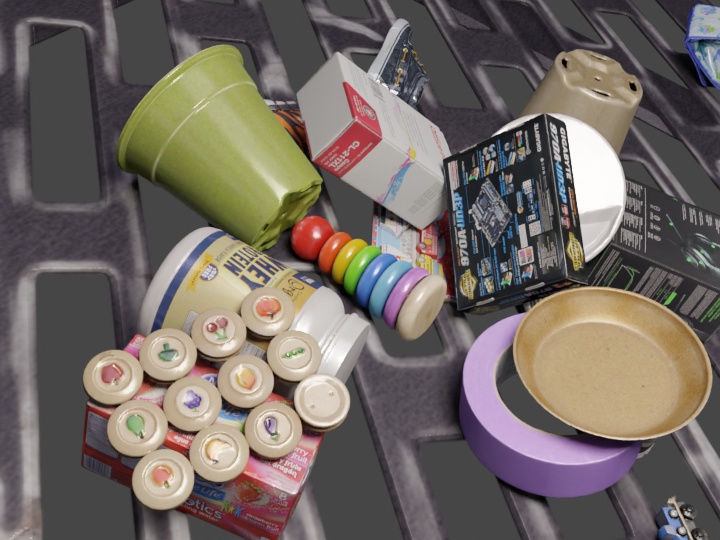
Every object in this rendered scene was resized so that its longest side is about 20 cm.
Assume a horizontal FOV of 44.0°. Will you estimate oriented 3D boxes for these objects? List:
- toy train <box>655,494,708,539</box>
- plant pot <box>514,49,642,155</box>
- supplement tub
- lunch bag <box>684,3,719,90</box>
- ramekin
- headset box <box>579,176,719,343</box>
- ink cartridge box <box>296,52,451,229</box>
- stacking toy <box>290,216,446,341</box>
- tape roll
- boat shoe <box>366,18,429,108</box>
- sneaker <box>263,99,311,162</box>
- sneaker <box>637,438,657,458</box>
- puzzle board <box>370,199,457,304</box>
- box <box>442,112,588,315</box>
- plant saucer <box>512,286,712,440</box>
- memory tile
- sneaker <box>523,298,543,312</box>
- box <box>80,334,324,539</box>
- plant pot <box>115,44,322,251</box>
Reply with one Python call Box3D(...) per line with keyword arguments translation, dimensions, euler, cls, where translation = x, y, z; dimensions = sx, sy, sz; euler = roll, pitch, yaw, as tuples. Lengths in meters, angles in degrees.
Box3D(translation=(0.341, 0.317, 0.887), dimensions=(0.046, 0.034, 0.201), euler=(-5, 47, -9), cls="toy train")
Box3D(translation=(0.313, -0.212, 1.310), dimensions=(0.199, 0.184, 0.201), euler=(11, 42, -11), cls="plant pot")
Box3D(translation=(-0.104, 0.060, 0.892), dimensions=(0.199, 0.145, 0.145), euler=(28, 42, 8), cls="supplement tub")
Box3D(translation=(0.724, -0.430, 1.741), dimensions=(0.199, 0.128, 0.170), euler=(32, 43, -2), cls="lunch bag")
Box3D(translation=(0.239, -0.095, 1.163), dimensions=(0.202, 0.203, 0.094), euler=(28, 0, 8), cls="ramekin")
Box3D(translation=(0.413, -0.018, 1.212), dimensions=(0.199, 0.093, 0.174), euler=(22, 42, -1), cls="headset box")
Box3D(translation=(0.026, -0.161, 1.137), dimensions=(0.200, 0.083, 0.146), euler=(30, 31, -36), cls="ink cartridge box")
Box3D(translation=(0.000, 0.000, 1.056), dimensions=(0.200, 0.086, 0.085), euler=(32, 43, 22), cls="stacking toy")
Box3D(translation=(0.207, 0.139, 0.955), dimensions=(0.199, 0.066, 0.201), euler=(-1, 46, 1), cls="tape roll")
Box3D(translation=(0.070, -0.321, 1.417), dimensions=(0.091, 0.071, 0.201), euler=(23, 49, 0), cls="boat shoe")
Box3D(translation=(-0.065, -0.179, 1.218), dimensions=(0.199, 0.078, 0.112), euler=(-11, 54, -17), cls="sneaker")
Box3D(translation=(0.340, 0.135, 1.031), dimensions=(0.074, 0.088, 0.200), euler=(38, 45, 18), cls="sneaker")
Box3D(translation=(0.088, -0.039, 1.166), dimensions=(0.150, 0.017, 0.201), euler=(13, 42, -9), cls="puzzle board")
Box3D(translation=(0.177, -0.062, 1.045), dimensions=(0.046, 0.159, 0.201), euler=(11, 67, -42), cls="box")
Box3D(translation=(0.256, 0.100, 0.921), dimensions=(0.199, 0.036, 0.201), euler=(0, 46, 0), cls="plant saucer")
Box3D(translation=(-0.122, 0.104, 0.767), dimensions=(0.199, 0.017, 0.154), euler=(-23, 67, -23), cls="memory tile")
Box3D(translation=(0.217, -0.017, 1.079), dimensions=(0.073, 0.071, 0.201), euler=(-17, 88, 7), cls="sneaker")
Box3D(translation=(-0.142, 0.156, 0.811), dimensions=(0.199, 0.100, 0.096), euler=(23, 42, 3), cls="box")
Box3D(translation=(-0.151, -0.126, 1.059), dimensions=(0.190, 0.200, 0.200), euler=(45, 46, 7), cls="plant pot")
